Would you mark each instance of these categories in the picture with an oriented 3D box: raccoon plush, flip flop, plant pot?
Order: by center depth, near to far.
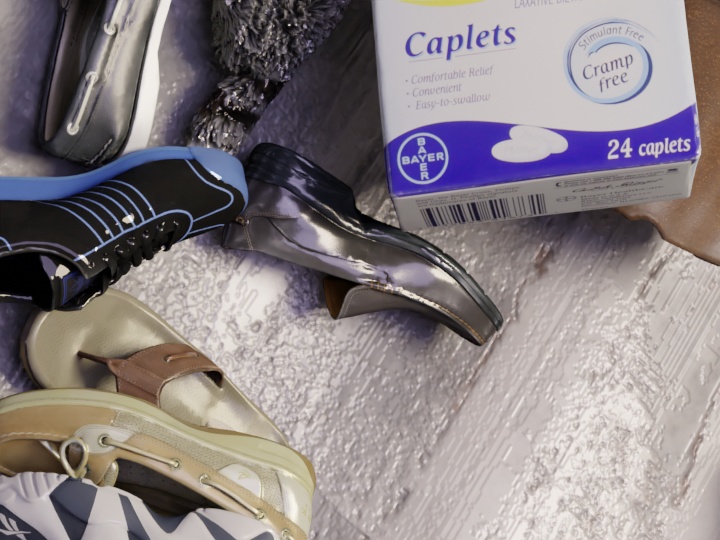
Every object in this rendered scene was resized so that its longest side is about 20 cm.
[{"bbox_3d":[-0.114,0.077,1.117,0.200,0.057,0.081,40,69,-21],"label":"flip flop"},{"bbox_3d":[-0.085,-0.171,1.134,0.134,0.097,0.201,36,71,-14],"label":"raccoon plush"},{"bbox_3d":[0.239,-0.122,1.232,0.199,0.200,0.199,22,107,-26],"label":"plant pot"}]

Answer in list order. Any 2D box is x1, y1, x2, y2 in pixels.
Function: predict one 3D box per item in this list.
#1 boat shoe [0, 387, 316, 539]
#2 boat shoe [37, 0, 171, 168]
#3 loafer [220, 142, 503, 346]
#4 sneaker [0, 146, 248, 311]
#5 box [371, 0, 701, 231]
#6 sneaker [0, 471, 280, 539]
[{"bbox_3d":[-0.124,0.122,1.074,0.199,0.073,0.063,17,48,-12],"label":"boat shoe"},{"bbox_3d":[-0.150,-0.162,1.103,0.060,0.075,0.202,9,82,-34],"label":"boat shoe"},{"bbox_3d":[0.000,0.000,1.184,0.199,0.073,0.073,32,81,-14],"label":"loafer"},{"bbox_3d":[-0.152,-0.017,1.081,0.199,0.070,0.078,-10,57,-22],"label":"sneaker"},{"bbox_3d":[0.099,-0.139,1.115,0.182,0.105,0.202,-7,78,6],"label":"box"},{"bbox_3d":[-0.149,0.191,1.022,0.197,0.080,0.130,12,54,3],"label":"sneaker"}]
